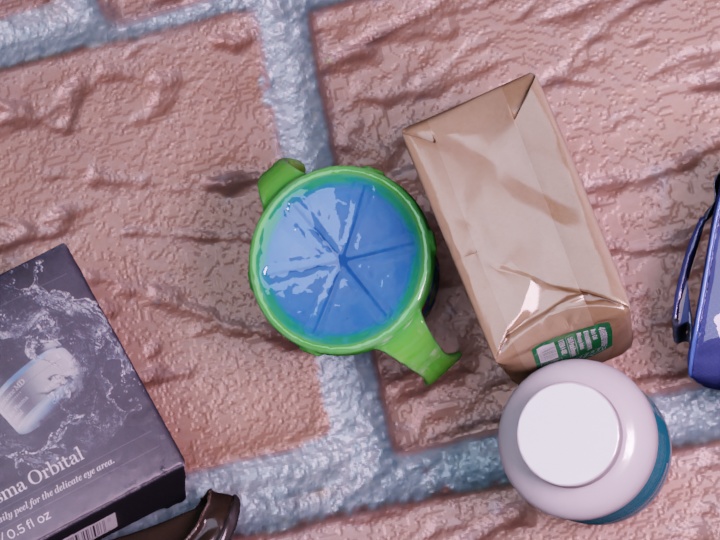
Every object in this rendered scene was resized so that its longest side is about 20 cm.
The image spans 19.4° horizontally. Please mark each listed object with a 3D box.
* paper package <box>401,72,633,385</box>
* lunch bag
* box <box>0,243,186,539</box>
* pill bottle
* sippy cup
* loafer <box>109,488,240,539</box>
[{"bbox_3d":[0.118,-0.022,1.509,0.103,0.200,0.191,-23,79,4],"label":"paper package"},{"bbox_3d":[0.295,0.009,1.500,0.132,0.136,0.201,11,86,14],"label":"lunch bag"},{"bbox_3d":[-0.262,0.120,1.592,0.196,0.117,0.200,-27,76,-13],"label":"box"},{"bbox_3d":[0.158,0.122,1.481,0.110,0.200,0.111,-2,82,12],"label":"pill bottle"},{"bbox_3d":[0.000,0.000,1.562,0.139,0.130,0.179,-7,81,14],"label":"sippy cup"},{"bbox_3d":[-0.174,0.232,1.596,0.200,0.073,0.071,-43,98,4],"label":"loafer"}]
